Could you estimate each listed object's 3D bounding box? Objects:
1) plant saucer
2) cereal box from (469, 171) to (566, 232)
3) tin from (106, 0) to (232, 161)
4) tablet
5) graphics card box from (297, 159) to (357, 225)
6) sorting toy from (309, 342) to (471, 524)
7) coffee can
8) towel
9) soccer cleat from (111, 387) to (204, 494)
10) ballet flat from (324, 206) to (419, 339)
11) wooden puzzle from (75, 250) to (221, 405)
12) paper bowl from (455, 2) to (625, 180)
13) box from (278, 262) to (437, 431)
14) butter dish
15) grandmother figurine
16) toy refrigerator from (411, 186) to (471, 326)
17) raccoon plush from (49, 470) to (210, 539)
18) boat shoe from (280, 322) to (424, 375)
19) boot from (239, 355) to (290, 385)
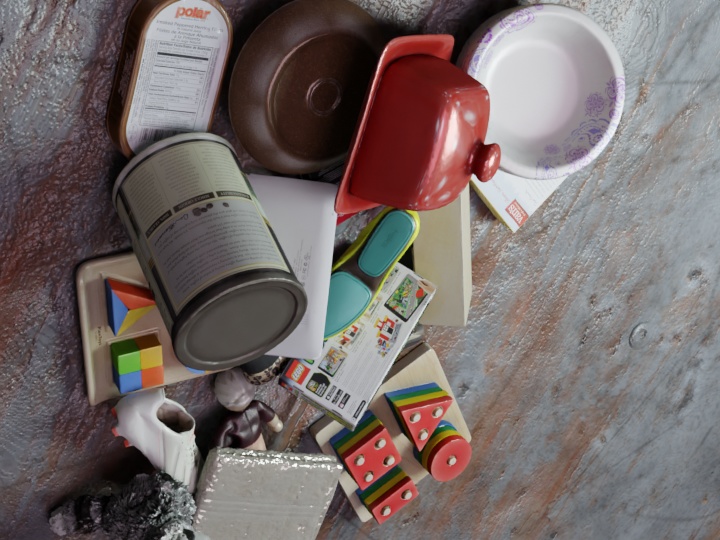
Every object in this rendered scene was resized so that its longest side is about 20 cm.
[{"bbox_3d":[-0.045,-0.191,1.427,0.198,0.037,0.203,-16,122,-26],"label":"plant saucer"},{"bbox_3d":[0.221,-0.165,1.688,0.200,0.040,0.144,-45,132,-1],"label":"cereal box"},{"bbox_3d":[-0.196,-0.199,1.385,0.111,0.042,0.202,-1,118,-39],"label":"tin"},{"bbox_3d":[-0.096,-0.006,1.471,0.128,0.014,0.203,6,74,-1],"label":"tablet"},{"bbox_3d":[-0.024,-0.160,1.517,0.125,0.051,0.202,-31,131,-14],"label":"graphics card box"},{"bbox_3d":[0.058,0.236,1.802,0.198,0.070,0.201,-35,131,-11],"label":"sorting toy"},{"bbox_3d":[-0.158,-0.021,1.381,0.145,0.201,0.147,-21,150,-13],"label":"coffee can"},{"bbox_3d":[-0.123,0.283,1.658,0.198,0.034,0.134,11,109,-35],"label":"towel"},{"bbox_3d":[-0.220,0.206,1.578,0.077,0.070,0.201,-22,140,10],"label":"soccer cleat"},{"bbox_3d":[0.000,0.000,1.562,0.067,0.067,0.201,38,104,-8],"label":"ballet flat"},{"bbox_3d":[-0.221,0.059,1.519,0.198,0.046,0.188,-16,125,-26],"label":"wooden puzzle"},{"bbox_3d":[0.203,-0.212,1.575,0.197,0.104,0.204,-2,100,-11],"label":"paper bowl"},{"bbox_3d":[-0.002,0.077,1.599,0.201,0.109,0.035,-58,175,-17],"label":"box"},{"bbox_3d":[0.083,-0.140,1.442,0.200,0.146,0.202,-22,134,-63],"label":"butter dish"},{"bbox_3d":[-0.149,0.207,1.656,0.121,0.060,0.202,-40,136,-45],"label":"grandmother figurine"},{"bbox_3d":[0.098,-0.035,1.648,0.069,0.076,0.202,3,125,11],"label":"toy refrigerator"},{"bbox_3d":[-0.266,0.324,1.541,0.198,0.135,0.097,-21,126,13],"label":"raccoon plush"},{"bbox_3d":[-0.016,0.097,1.675,0.197,0.075,0.074,-9,132,-20],"label":"boat shoe"},{"bbox_3d":[-0.105,0.027,1.555,0.151,0.072,0.202,69,40,-59],"label":"boot"}]
